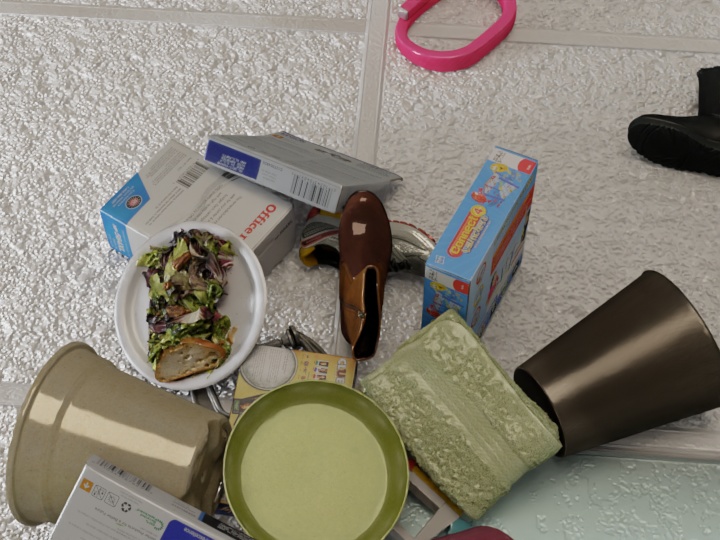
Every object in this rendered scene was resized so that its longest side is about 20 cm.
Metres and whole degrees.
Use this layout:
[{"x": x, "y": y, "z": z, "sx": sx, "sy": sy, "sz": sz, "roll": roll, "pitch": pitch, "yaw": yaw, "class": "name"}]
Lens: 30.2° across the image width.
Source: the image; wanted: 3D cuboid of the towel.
[{"x": 0.108, "y": 0.157, "z": 1.455, "sx": 0.148, "sy": 0.036, "sz": 0.200, "roll": -41, "pitch": 80, "yaw": 1, "class": "towel"}]

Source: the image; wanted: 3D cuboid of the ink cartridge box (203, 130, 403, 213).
[{"x": -0.070, "y": -0.128, "z": 1.709, "sx": 0.199, "sy": 0.041, "sz": 0.200, "roll": 22, "pitch": 15, "yaw": 21, "class": "ink cartridge box"}]

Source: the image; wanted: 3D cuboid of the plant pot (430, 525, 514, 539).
[{"x": 0.080, "y": 0.347, "z": 1.309, "sx": 0.178, "sy": 0.201, "sz": 0.200, "roll": -22, "pitch": 54, "yaw": -36, "class": "plant pot"}]

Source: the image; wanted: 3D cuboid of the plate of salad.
[{"x": -0.204, "y": 0.038, "z": 1.553, "sx": 0.199, "sy": 0.048, "sz": 0.201, "roll": -4, "pitch": 78, "yaw": 20, "class": "plate of salad"}]

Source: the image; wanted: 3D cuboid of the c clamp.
[{"x": -0.132, "y": 0.119, "z": 1.572, "sx": 0.199, "sy": 0.027, "sz": 0.171, "roll": -15, "pitch": 54, "yaw": -11, "class": "c clamp"}]

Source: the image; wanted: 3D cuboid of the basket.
[{"x": 0.286, "y": 0.117, "z": 1.513, "sx": 0.199, "sy": 0.136, "sz": 0.181, "roll": -24, "pitch": 68, "yaw": -13, "class": "basket"}]

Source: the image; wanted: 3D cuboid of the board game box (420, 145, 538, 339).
[{"x": 0.137, "y": -0.008, "z": 1.565, "sx": 0.056, "sy": 0.196, "sz": 0.200, "roll": 22, "pitch": 55, "yaw": 16, "class": "board game box"}]

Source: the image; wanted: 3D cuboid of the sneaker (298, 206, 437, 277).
[{"x": 0.016, "y": -0.015, "z": 1.656, "sx": 0.199, "sy": 0.078, "sz": 0.082, "roll": 13, "pitch": 59, "yaw": 20, "class": "sneaker"}]

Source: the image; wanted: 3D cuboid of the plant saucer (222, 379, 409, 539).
[{"x": -0.048, "y": 0.216, "z": 1.417, "sx": 0.199, "sy": 0.031, "sz": 0.201, "roll": 3, "pitch": 68, "yaw": -8, "class": "plant saucer"}]

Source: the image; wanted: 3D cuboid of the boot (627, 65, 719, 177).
[{"x": 0.466, "y": -0.211, "z": 1.801, "sx": 0.197, "sy": 0.074, "sz": 0.163, "roll": 16, "pitch": 56, "yaw": 3, "class": "boot"}]

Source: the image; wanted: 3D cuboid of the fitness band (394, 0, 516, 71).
[{"x": 0.140, "y": -0.366, "z": 1.942, "sx": 0.143, "sy": 0.038, "sz": 0.200, "roll": 34, "pitch": 61, "yaw": 23, "class": "fitness band"}]

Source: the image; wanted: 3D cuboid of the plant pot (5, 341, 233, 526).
[{"x": -0.240, "y": 0.194, "z": 1.400, "sx": 0.182, "sy": 0.201, "sz": 0.201, "roll": 13, "pitch": 53, "yaw": 13, "class": "plant pot"}]

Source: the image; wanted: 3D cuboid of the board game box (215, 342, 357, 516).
[{"x": -0.083, "y": 0.185, "z": 1.501, "sx": 0.135, "sy": 0.035, "sz": 0.201, "roll": 8, "pitch": 59, "yaw": 3, "class": "board game box"}]

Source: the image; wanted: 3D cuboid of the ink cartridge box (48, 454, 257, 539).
[{"x": -0.223, "y": 0.315, "z": 1.315, "sx": 0.197, "sy": 0.201, "sz": 0.047, "roll": 28, "pitch": 11, "yaw": -3, "class": "ink cartridge box"}]

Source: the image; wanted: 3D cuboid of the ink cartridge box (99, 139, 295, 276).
[{"x": -0.201, "y": -0.055, "z": 1.670, "sx": 0.199, "sy": 0.085, "sz": 0.146, "roll": 29, "pitch": 58, "yaw": 20, "class": "ink cartridge box"}]

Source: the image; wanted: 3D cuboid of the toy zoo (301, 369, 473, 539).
[{"x": 0.047, "y": 0.220, "z": 1.471, "sx": 0.200, "sy": 0.020, "sz": 0.131, "roll": 41, "pitch": 58, "yaw": 8, "class": "toy zoo"}]

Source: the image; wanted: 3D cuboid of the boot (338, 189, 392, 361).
[{"x": 0.000, "y": 0.000, "z": 1.514, "sx": 0.068, "sy": 0.200, "sz": 0.189, "roll": 10, "pitch": 91, "yaw": 0, "class": "boot"}]
